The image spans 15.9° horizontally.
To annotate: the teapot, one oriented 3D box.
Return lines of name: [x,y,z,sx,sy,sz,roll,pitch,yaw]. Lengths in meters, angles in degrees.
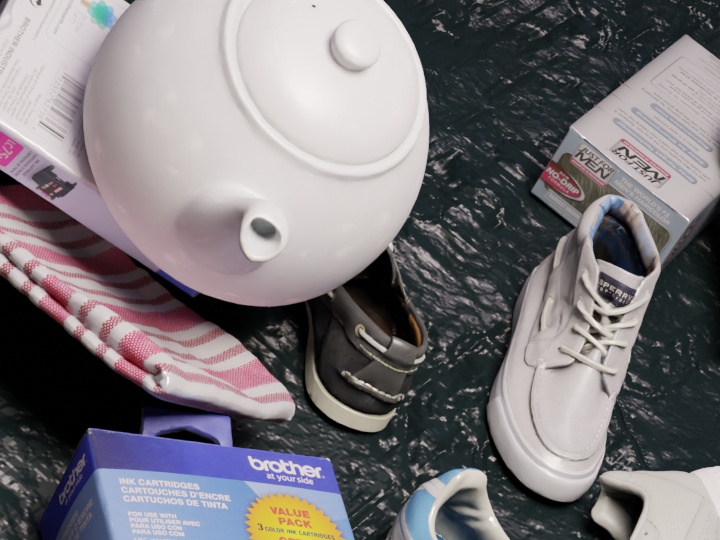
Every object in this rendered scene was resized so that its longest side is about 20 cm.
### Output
teapot: [-0.035,-0.089,1.316,0.197,0.146,0.201,-10,72,-38]

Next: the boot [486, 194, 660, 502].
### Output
boot: [0.126,0.036,1.481,0.073,0.096,0.201,22,36,-12]

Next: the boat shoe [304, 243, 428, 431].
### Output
boat shoe: [0.000,0.000,1.460,0.071,0.068,0.201,13,37,-21]

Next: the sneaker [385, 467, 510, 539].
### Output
sneaker: [0.076,0.186,1.284,0.072,0.073,0.200,-2,48,-40]

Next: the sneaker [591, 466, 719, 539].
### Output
sneaker: [0.175,0.182,1.372,0.091,0.076,0.200,7,33,-18]

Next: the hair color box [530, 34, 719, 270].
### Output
hair color box: [0.203,-0.077,1.707,0.099,0.061,0.200,39,35,10]

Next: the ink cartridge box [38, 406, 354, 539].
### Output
ink cartridge box: [-0.070,0.154,1.215,0.136,0.077,0.201,9,39,-28]

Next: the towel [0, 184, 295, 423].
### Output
towel: [-0.131,0.008,1.314,0.200,0.030,0.146,38,9,23]

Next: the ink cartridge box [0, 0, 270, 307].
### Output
ink cartridge box: [-0.116,-0.071,1.371,0.199,0.042,0.120,33,51,-14]
